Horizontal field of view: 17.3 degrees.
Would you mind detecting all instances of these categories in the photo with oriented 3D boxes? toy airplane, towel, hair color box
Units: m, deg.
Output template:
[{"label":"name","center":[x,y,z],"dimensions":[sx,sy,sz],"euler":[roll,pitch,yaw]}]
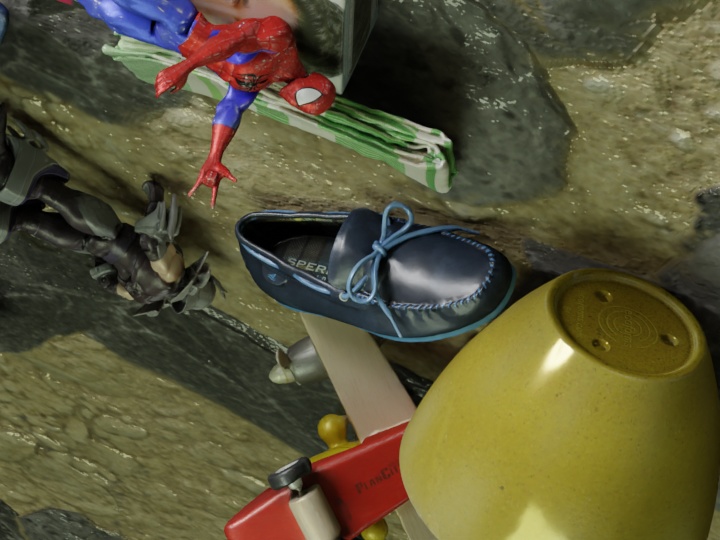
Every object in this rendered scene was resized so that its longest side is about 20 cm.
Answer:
[{"label":"toy airplane","center":[0.019,0.128,1.598],"dimensions":[0.199,0.201,0.141],"euler":[19,169,-15]},{"label":"towel","center":[-0.041,-0.090,1.347],"dimensions":[0.199,0.023,0.153],"euler":[19,178,5]},{"label":"hair color box","center":[-0.091,-0.173,1.262],"dimensions":[0.199,0.061,0.099],"euler":[18,152,9]}]

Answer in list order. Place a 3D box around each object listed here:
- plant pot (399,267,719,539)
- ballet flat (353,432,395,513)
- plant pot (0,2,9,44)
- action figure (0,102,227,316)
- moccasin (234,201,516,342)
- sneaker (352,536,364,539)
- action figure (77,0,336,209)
[{"label":"plant pot","center":[0.138,0.085,1.429],"dimensions":[0.199,0.200,0.142],"euler":[22,127,4]},{"label":"ballet flat","center":[0.039,0.152,1.736],"dimensions":[0.075,0.068,0.200],"euler":[17,158,48]},{"label":"plant pot","center":[-0.329,-0.099,1.412],"dimensions":[0.200,0.180,0.200],"euler":[27,131,-7]},{"label":"action figure","center":[-0.174,-0.027,1.581],"dimensions":[0.200,0.070,0.130],"euler":[29,145,-17]},{"label":"moccasin","center":[0.000,0.000,1.473],"dimensions":[0.199,0.081,0.068],"euler":[1,147,36]},{"label":"sneaker","center":[-0.010,0.266,1.954],"dimensions":[0.090,0.079,0.200],"euler":[-12,136,44]},{"label":"action figure","center":[-0.112,-0.110,1.226],"dimensions":[0.199,0.099,0.065],"euler":[22,153,-3]}]
